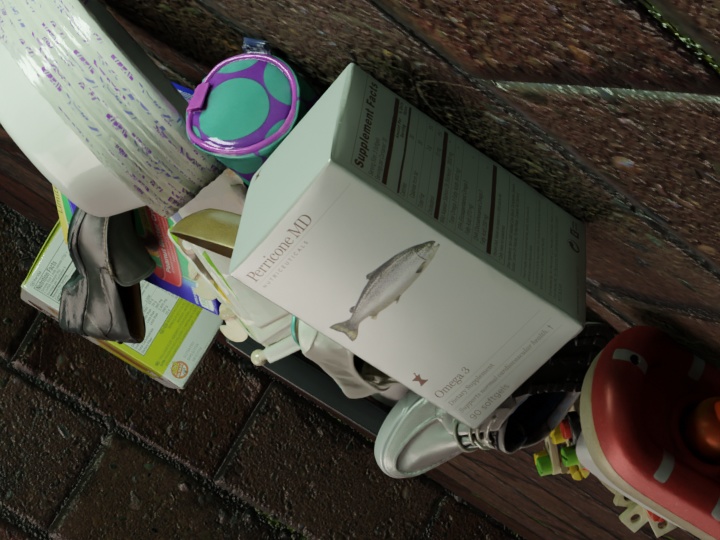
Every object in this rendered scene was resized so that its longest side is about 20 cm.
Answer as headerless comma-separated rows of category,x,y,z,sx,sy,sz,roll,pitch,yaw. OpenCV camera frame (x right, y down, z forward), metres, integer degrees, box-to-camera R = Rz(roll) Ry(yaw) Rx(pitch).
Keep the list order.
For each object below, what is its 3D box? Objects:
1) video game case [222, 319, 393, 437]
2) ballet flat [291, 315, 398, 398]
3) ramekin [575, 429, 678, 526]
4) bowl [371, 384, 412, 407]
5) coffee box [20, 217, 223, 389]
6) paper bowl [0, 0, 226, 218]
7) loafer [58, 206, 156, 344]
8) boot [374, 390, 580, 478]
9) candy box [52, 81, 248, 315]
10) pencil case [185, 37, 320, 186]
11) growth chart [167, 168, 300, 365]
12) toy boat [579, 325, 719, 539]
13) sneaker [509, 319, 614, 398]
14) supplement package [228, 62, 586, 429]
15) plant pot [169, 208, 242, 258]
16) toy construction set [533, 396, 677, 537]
video game case,-0.040,0.079,1.740,0.200,0.026,0.181,33,-169,-15
ballet flat,0.006,0.061,1.452,0.069,0.070,0.200,27,175,21
ramekin,0.276,0.155,1.581,0.200,0.098,0.200,30,172,5
bowl,0.041,0.071,1.754,0.199,0.075,0.200,25,-165,-45
coffee box,-0.227,-0.010,2.003,0.197,0.201,0.200,32,171,-7
paper bowl,-0.196,-0.120,1.374,0.201,0.104,0.201,50,-177,-4
loafer,-0.202,-0.017,1.583,0.072,0.073,0.200,21,138,6
boot,0.100,0.126,1.621,0.074,0.200,0.096,39,-167,-34
candy box,-0.179,-0.077,1.617,0.200,0.077,0.170,24,136,37
pencil case,-0.049,-0.083,1.355,0.092,0.085,0.200,24,170,27
growth chart,-0.098,-0.014,1.509,0.144,0.018,0.200,-14,112,48
toy boat,0.264,0.113,1.401,0.199,0.131,0.131,31,141,-8
sneaker,0.104,0.058,1.516,0.199,0.076,0.087,7,-165,-40
supplement package,0.034,-0.014,1.218,0.200,0.117,0.118,32,-146,-17
plant pot,-0.039,-0.007,1.360,0.199,0.028,0.200,18,177,1
toy construction set,0.212,0.165,1.743,0.200,0.092,0.132,39,143,56
